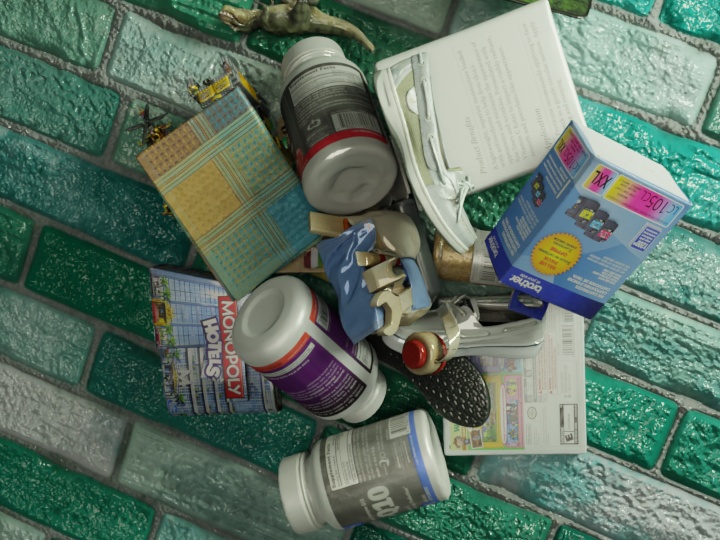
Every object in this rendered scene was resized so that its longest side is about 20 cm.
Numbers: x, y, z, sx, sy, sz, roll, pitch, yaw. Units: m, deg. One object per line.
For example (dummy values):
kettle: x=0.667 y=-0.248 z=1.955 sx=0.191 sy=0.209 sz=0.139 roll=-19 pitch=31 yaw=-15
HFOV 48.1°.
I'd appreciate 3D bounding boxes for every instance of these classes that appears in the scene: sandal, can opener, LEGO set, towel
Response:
sandal: x=0.087 y=0.114 z=1.002 sx=0.200 sy=0.048 sz=0.076 roll=38 pitch=109 yaw=25
can opener: x=0.056 y=-0.066 z=0.968 sx=0.053 sy=0.066 sz=0.204 roll=-19 pitch=89 yaw=41
LEGO set: x=-0.187 y=-0.157 z=0.966 sx=0.197 sy=0.116 sz=0.156 roll=-20 pitch=62 yaw=15
towel: x=-0.142 y=-0.085 z=0.926 sx=0.145 sy=0.022 sz=0.202 roll=-34 pitch=108 yaw=-3

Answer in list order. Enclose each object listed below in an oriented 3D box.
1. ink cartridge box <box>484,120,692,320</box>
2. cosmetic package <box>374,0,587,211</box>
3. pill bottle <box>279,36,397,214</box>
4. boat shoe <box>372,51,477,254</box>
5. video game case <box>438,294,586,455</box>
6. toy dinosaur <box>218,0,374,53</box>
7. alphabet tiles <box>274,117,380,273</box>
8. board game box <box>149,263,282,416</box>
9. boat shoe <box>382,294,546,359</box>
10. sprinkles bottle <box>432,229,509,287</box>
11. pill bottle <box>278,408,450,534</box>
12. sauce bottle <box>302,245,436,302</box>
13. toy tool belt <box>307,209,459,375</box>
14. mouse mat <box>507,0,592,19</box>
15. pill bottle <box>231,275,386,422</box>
ink cartridge box: x=0.226 y=-0.037 z=0.857 sx=0.134 sy=0.077 sz=0.201 roll=20 pitch=125 yaw=-21
cosmetic package: x=0.136 y=-0.178 z=0.921 sx=0.196 sy=0.165 sz=0.168 roll=-18 pitch=93 yaw=8
pill bottle: x=-0.034 y=-0.174 z=0.934 sx=0.109 sy=0.111 sz=0.203 roll=-23 pitch=56 yaw=9
boat shoe: x=0.076 y=-0.117 z=0.816 sx=0.064 sy=0.074 sz=0.205 roll=-23 pitch=87 yaw=13
video game case: x=0.191 y=0.131 z=1.017 sx=0.178 sy=0.022 sz=0.204 roll=-2 pitch=96 yaw=7
toy dinosaur: x=-0.074 y=-0.328 z=0.995 sx=0.196 sy=0.048 sz=0.090 roll=10 pitch=111 yaw=6
alphabet tiles: x=-0.056 y=-0.095 z=0.993 sx=0.164 sy=0.008 sz=0.204 roll=0 pitch=74 yaw=2
board game box: x=-0.160 y=0.088 z=1.037 sx=0.196 sy=0.062 sz=0.204 roll=-3 pitch=95 yaw=8
boat shoe: x=0.124 y=0.060 z=0.958 sx=0.196 sy=0.074 sz=0.066 roll=0 pitch=121 yaw=-10
sprinkles bottle: x=0.185 y=-0.012 z=0.980 sx=0.196 sy=0.068 sz=0.070 roll=7 pitch=96 yaw=6
pill bottle: x=0.004 y=0.254 z=1.006 sx=0.197 sy=0.114 sz=0.116 roll=-19 pitch=93 yaw=9
sauce bottle: x=0.000 y=0.000 z=1.007 sx=0.197 sy=0.065 sz=0.066 roll=26 pitch=98 yaw=4
toy tool belt: x=0.013 y=0.025 z=0.883 sx=0.124 sy=0.122 sz=0.203 roll=-36 pitch=68 yaw=36
mouse mat: x=0.177 y=-0.365 z=0.929 sx=0.196 sy=0.008 sz=0.163 roll=17 pitch=59 yaw=5
pill bottle: x=-0.054 y=0.103 z=0.963 sx=0.112 sy=0.113 sz=0.200 roll=-38 pitch=128 yaw=9
